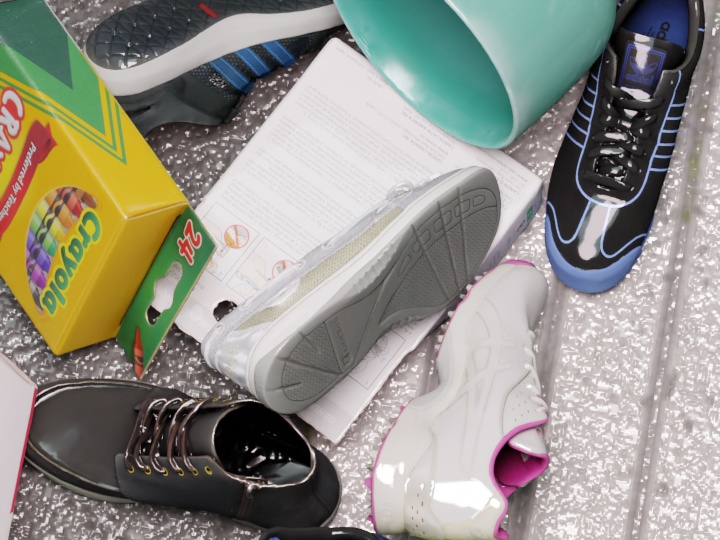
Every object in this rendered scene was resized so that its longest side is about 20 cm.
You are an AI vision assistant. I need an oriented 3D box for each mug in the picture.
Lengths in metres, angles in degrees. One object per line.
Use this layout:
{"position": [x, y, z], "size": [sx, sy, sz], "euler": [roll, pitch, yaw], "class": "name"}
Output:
{"position": [0.062, -0.176, 1.569], "size": [0.114, 0.152, 0.185], "euler": [-42, 105, -18], "class": "mug"}

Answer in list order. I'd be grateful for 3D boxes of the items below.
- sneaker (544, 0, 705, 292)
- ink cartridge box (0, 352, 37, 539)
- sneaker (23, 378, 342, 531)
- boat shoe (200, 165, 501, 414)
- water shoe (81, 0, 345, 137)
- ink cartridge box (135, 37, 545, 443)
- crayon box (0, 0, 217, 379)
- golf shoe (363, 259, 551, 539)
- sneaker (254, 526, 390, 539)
{"position": [0.155, -0.089, 1.620], "size": [0.070, 0.078, 0.201], "euler": [14, 72, 9], "class": "sneaker"}
{"position": [-0.301, 0.114, 1.562], "size": [0.199, 0.084, 0.146], "euler": [3, 70, 18], "class": "ink cartridge box"}
{"position": [-0.109, 0.091, 1.561], "size": [0.199, 0.106, 0.075], "euler": [12, 72, 9], "class": "sneaker"}
{"position": [0.000, 0.002, 1.546], "size": [0.065, 0.075, 0.202], "euler": [28, 57, 37], "class": "boat shoe"}
{"position": [-0.084, -0.133, 1.662], "size": [0.199, 0.079, 0.072], "euler": [-20, 47, -29], "class": "water shoe"}
{"position": [-0.012, -0.016, 1.628], "size": [0.161, 0.050, 0.200], "euler": [35, 81, 14], "class": "ink cartridge box"}
{"position": [-0.173, -0.045, 1.595], "size": [0.051, 0.127, 0.200], "euler": [-16, 59, -41], "class": "crayon box"}
{"position": [0.076, 0.078, 1.550], "size": [0.091, 0.076, 0.200], "euler": [14, 53, 21], "class": "golf shoe"}
{"position": [-0.064, 0.192, 1.519], "size": [0.199, 0.115, 0.081], "euler": [-30, 70, -6], "class": "sneaker"}
